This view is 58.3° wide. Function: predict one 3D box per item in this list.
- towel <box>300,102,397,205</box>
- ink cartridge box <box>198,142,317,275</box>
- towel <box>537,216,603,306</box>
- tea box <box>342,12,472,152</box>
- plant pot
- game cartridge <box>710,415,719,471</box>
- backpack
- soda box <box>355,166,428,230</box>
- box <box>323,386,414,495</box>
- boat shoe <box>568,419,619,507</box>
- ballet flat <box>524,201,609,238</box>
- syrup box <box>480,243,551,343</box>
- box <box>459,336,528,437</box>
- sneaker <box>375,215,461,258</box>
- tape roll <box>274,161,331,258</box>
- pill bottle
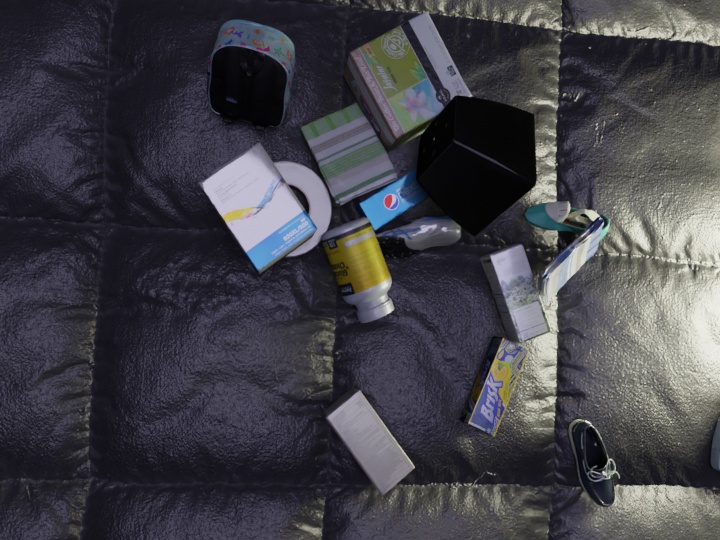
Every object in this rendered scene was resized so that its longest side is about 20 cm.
[{"bbox_3d":[-0.026,-0.250,1.383,0.147,0.031,0.202,-24,72,-10],"label":"towel"},{"bbox_3d":[-0.201,-0.117,1.274,0.144,0.147,0.202,-35,92,-8],"label":"ink cartridge box"},{"bbox_3d":[0.456,-0.013,1.408,0.199,0.148,0.024,-42,60,-13],"label":"towel"},{"bbox_3d":[0.095,-0.396,1.379,0.195,0.134,0.202,-31,91,-8],"label":"tea box"},{"bbox_3d":[0.222,-0.228,1.303,0.175,0.200,0.202,24,52,-20],"label":"plant pot"},{"bbox_3d":[0.892,0.382,1.499,0.131,0.041,0.203,25,83,-10],"label":"game cartridge"},{"bbox_3d":[-0.216,-0.406,1.302,0.174,0.201,0.153,13,65,-6],"label":"backpack"},{"bbox_3d":[0.091,-0.163,1.399,0.198,0.064,0.069,-33,92,-9],"label":"soda box"},{"bbox_3d":[0.015,0.352,1.349,0.094,0.078,0.202,-35,92,-9],"label":"box"},{"bbox_3d":[0.521,0.429,1.427,0.073,0.062,0.204,-15,89,-11],"label":"boat shoe"},{"bbox_3d":[0.468,-0.122,1.446,0.196,0.071,0.068,13,55,-8],"label":"ballet flat"},{"bbox_3d":[0.338,0.051,1.413,0.077,0.081,0.204,-19,88,-7],"label":"syrup box"},{"bbox_3d":[0.289,0.250,1.403,0.069,0.064,0.203,25,84,-6],"label":"box"},{"bbox_3d":[0.119,-0.079,1.404,0.196,0.073,0.073,-10,49,-1],"label":"sneaker"},{"bbox_3d":[-0.159,-0.128,1.374,0.198,0.037,0.207,1,86,-9],"label":"tape roll"},{"bbox_3d":[0.000,0.000,1.347,0.110,0.112,0.203,-22,96,-9],"label":"pill bottle"}]
